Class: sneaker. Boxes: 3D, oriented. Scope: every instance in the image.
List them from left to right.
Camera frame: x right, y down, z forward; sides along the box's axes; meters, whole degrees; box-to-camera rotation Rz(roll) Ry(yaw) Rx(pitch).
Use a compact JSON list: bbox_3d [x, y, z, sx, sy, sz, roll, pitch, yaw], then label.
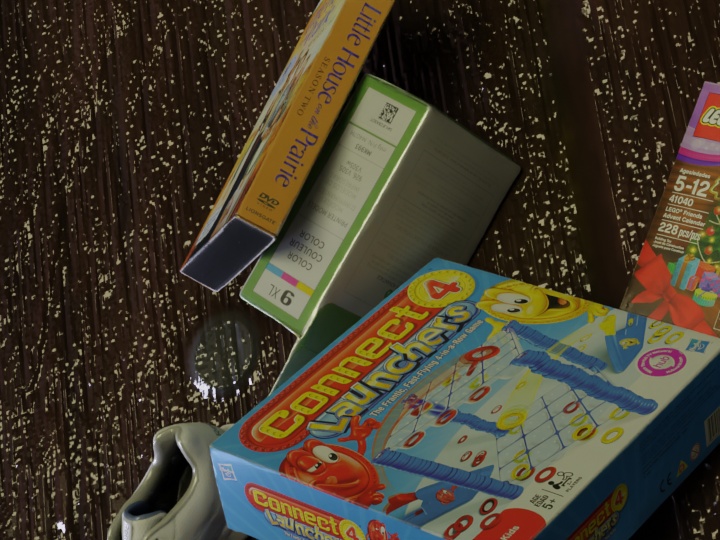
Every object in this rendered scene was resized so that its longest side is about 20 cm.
[{"bbox_3d":[-0.121,0.179,1.271,0.074,0.087,0.201,10,80,34],"label":"sneaker"}]

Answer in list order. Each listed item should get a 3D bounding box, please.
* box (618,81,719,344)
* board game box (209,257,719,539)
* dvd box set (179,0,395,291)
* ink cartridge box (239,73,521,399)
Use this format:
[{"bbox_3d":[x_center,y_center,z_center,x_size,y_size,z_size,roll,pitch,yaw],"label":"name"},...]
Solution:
[{"bbox_3d":[0.245,-0.012,1.121,0.200,0.039,0.137,16,82,37],"label":"box"},{"bbox_3d":[0.060,0.085,1.128,0.195,0.056,0.200,16,41,37],"label":"board game box"},{"bbox_3d":[-0.036,-0.092,1.270,0.200,0.029,0.146,-64,10,-18],"label":"dvd box set"},{"bbox_3d":[0.000,0.000,1.243,0.059,0.104,0.200,29,91,38],"label":"ink cartridge box"}]
